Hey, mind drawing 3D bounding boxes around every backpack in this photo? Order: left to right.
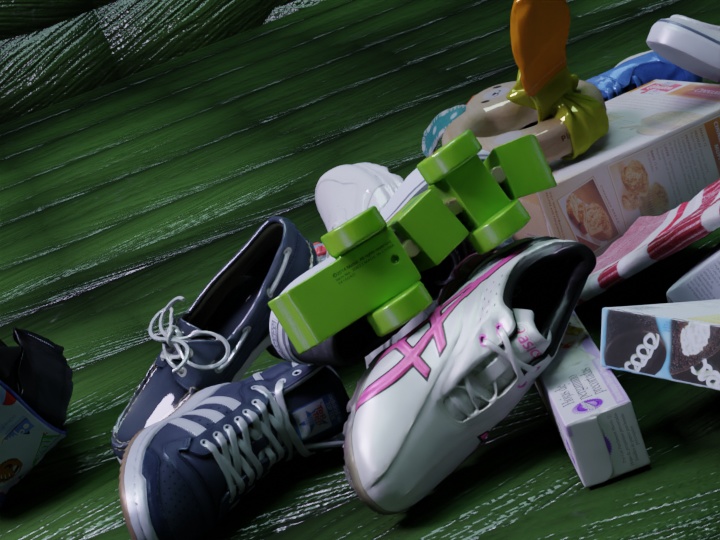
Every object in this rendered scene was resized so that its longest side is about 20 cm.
[{"bbox_3d":[-0.297,0.079,1.295,0.154,0.200,0.190,-55,32,-9],"label":"backpack"}]

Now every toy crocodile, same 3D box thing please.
[{"bbox_3d":[0.033,-0.019,1.086,0.200,0.068,0.062,-38,3,-19],"label":"toy crocodile"}]

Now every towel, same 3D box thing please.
[{"bbox_3d":[0.208,-0.031,1.222,0.144,0.023,0.200,-33,0,-39],"label":"towel"}]

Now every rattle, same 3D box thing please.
[{"bbox_3d":[0.092,-0.148,1.405,0.130,0.143,0.200,-39,25,-3],"label":"rattle"}]

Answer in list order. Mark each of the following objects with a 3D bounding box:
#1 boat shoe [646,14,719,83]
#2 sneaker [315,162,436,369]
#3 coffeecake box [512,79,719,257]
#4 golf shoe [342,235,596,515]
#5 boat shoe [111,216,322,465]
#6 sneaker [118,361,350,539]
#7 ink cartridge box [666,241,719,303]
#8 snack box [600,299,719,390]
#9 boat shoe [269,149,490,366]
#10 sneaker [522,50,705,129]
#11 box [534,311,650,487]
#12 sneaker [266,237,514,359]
[{"bbox_3d":[0.309,-0.165,1.408,0.199,0.066,0.074,16,2,-21],"label":"boat shoe"},{"bbox_3d":[0.000,0.000,1.240,0.099,0.078,0.200,-15,43,-18],"label":"sneaker"},{"bbox_3d":[0.192,-0.074,1.417,0.200,0.073,0.153,-24,16,-17],"label":"coffeecake box"},{"bbox_3d":[0.061,0.051,1.055,0.092,0.073,0.200,-24,26,56],"label":"golf shoe"},{"bbox_3d":[-0.103,0.049,1.270,0.200,0.062,0.075,-45,43,-9],"label":"boat shoe"},{"bbox_3d":[-0.067,0.106,1.123,0.108,0.070,0.200,-16,13,18],"label":"sneaker"},{"bbox_3d":[0.302,-0.058,1.141,0.196,0.043,0.200,-35,-4,-45],"label":"ink cartridge box"},{"bbox_3d":[0.230,0.042,0.972,0.116,0.037,0.200,-3,6,-29],"label":"snack box"},{"bbox_3d":[0.033,-0.007,1.143,0.200,0.070,0.066,-35,32,-30],"label":"boat shoe"},{"bbox_3d":[0.196,-0.124,1.570,0.199,0.077,0.111,-20,9,14],"label":"sneaker"},{"bbox_3d":[0.124,0.066,1.081,0.039,0.042,0.200,-20,16,2],"label":"box"},{"bbox_3d":[0.024,0.011,1.324,0.199,0.080,0.096,-24,18,-14],"label":"sneaker"}]
